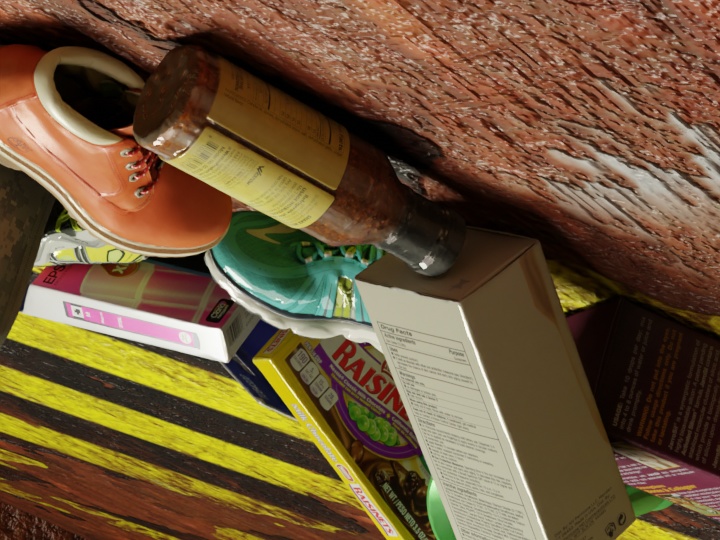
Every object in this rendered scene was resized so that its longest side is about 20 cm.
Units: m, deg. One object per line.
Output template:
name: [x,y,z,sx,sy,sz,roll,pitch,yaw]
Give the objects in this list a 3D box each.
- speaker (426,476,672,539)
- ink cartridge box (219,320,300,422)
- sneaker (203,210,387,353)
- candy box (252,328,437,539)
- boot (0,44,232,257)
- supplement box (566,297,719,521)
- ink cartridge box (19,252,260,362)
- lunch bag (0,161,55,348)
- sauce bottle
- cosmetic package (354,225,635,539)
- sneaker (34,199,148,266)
speaker: [0.141,0.141,1.414,0.199,0.089,0.088,-13,-172,-39]
ink cartridge box: [-0.022,0.078,1.512,0.199,0.044,0.196,28,-173,-32]
sneaker: [0.000,0.000,1.321,0.198,0.078,0.080,17,146,-10]
candy box: [0.018,0.100,1.407,0.026,0.102,0.201,-7,125,51]
boot: [-0.135,-0.068,1.210,0.199,0.076,0.107,31,156,-36]
supplement box: [0.216,0.099,1.334,0.198,0.086,0.110,23,164,-16]
ink cartridge box: [-0.156,0.004,1.437,0.198,0.095,0.037,10,132,25]
lunch bag: [-0.278,-0.037,1.237,0.117,0.202,0.164,3,160,43]
sauce bottle: [-0.029,-0.053,1.136,0.199,0.067,0.066,30,162,-30]
cosmetic package: [0.082,0.077,1.242,0.105,0.071,0.201,14,132,51]
sneaker: [-0.178,-0.029,1.389,0.076,0.076,0.199,28,164,-30]
